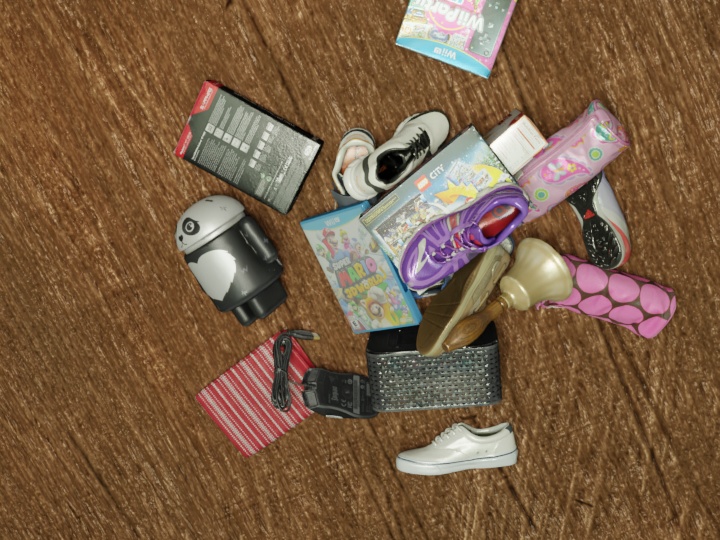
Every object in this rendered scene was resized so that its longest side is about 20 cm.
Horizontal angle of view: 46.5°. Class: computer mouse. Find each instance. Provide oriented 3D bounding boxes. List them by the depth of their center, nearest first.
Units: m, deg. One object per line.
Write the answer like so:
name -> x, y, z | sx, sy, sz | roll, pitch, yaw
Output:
computer mouse -> -0.061, 0.170, 1.342 | 0.198, 0.142, 0.046 | 10, 150, -29

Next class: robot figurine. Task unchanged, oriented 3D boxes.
robot figurine -> -0.198, -0.016, 1.281 | 0.149, 0.125, 0.201 | -31, 99, 4

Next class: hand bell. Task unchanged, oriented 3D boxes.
hand bell -> 0.188, 0.050, 1.153 | 0.199, 0.104, 0.105 | -34, 100, -23

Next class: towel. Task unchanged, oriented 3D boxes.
towel -> -0.157, 0.205, 1.384 | 0.199, 0.023, 0.145 | -36, 100, 14

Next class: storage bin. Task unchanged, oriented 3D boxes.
storage bin -> 0.113, 0.142, 1.282 | 0.197, 0.135, 0.095 | -5, 103, 7

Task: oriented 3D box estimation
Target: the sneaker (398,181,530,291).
sneaker -> 0.131, -0.044, 1.087 | 0.199, 0.084, 0.081 | -38, 100, 14

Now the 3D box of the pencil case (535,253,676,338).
pencil case -> 0.367, 0.042, 1.261 | 0.198, 0.091, 0.095 | 18, 111, -1

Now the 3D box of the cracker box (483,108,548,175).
cracker box -> 0.171, -0.144, 1.211 | 0.200, 0.134, 0.058 | -41, 97, 12

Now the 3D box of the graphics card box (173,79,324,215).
graphics card box -> -0.169, -0.187, 1.277 | 0.198, 0.051, 0.126 | 28, 104, 0

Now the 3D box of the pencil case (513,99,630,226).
pencil case -> 0.284, -0.151, 1.195 | 0.199, 0.088, 0.088 | -38, 97, 31

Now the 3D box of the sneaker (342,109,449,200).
sneaker -> 0.068, -0.167, 1.204 | 0.200, 0.080, 0.074 | -42, 106, -26

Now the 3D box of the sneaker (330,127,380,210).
sneaker -> -0.006, -0.110, 1.266 | 0.077, 0.079, 0.203 | -4, 105, 6

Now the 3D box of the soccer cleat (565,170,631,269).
soccer cleat -> 0.351, -0.102, 1.247 | 0.068, 0.073, 0.202 | -22, 84, 39

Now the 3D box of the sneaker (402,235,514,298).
sneaker -> 0.143, 0.000, 1.273 | 0.198, 0.085, 0.078 | -24, 100, 10

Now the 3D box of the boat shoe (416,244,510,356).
boat shoe -> 0.153, 0.045, 1.206 | 0.064, 0.071, 0.201 | 37, 81, -27

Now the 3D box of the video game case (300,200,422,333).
video game case -> 0.000, 0.000, 1.275 | 0.142, 0.018, 0.202 | -12, 110, 45

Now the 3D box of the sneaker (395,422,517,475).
sneaker -> 0.153, 0.283, 1.354 | 0.197, 0.073, 0.072 | -7, 94, -2

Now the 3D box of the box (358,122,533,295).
box -> 0.115, -0.082, 1.141 | 0.199, 0.038, 0.137 | -38, 99, 13

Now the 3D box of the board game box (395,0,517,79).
board game box -> 0.151, -0.394, 1.190 | 0.146, 0.064, 0.202 | 20, 105, 1
